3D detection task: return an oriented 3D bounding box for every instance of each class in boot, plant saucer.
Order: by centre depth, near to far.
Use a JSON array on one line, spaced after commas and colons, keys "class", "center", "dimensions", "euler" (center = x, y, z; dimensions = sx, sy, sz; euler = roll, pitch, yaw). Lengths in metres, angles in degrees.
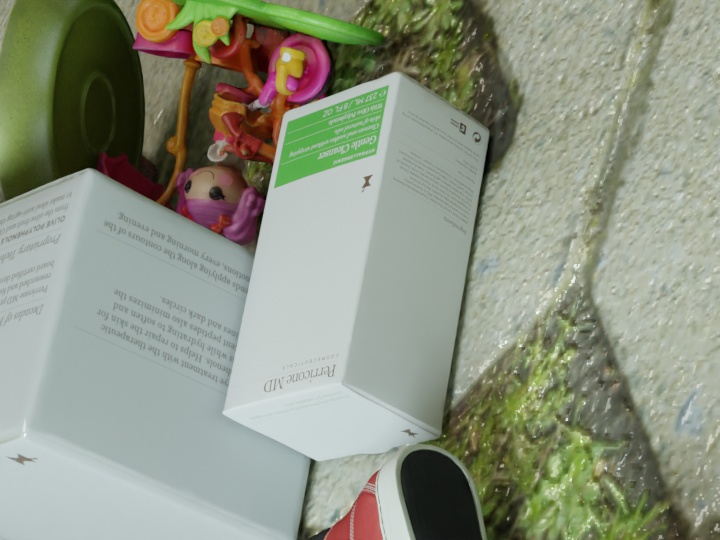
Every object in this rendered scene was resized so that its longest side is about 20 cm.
[{"class": "boot", "center": [0.016, 0.210, 1.300], "dimensions": [0.144, 0.072, 0.200], "euler": [-46, 43, 44]}, {"class": "plant saucer", "center": [-0.184, -0.103, 1.639], "dimensions": [0.031, 0.200, 0.200], "euler": [3, 65, 18]}]

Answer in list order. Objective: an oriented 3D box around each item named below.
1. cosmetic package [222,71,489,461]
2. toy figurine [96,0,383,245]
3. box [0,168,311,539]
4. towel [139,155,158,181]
[{"class": "cosmetic package", "center": [0.000, 0.000, 1.438], "dimensions": [0.108, 0.085, 0.200], "euler": [-17, 53, 43]}, {"class": "toy figurine", "center": [-0.094, -0.086, 1.613], "dimensions": [0.200, 0.150, 0.184], "euler": [16, 93, 30]}, {"class": "box", "center": [-0.156, 0.072, 1.485], "dimensions": [0.200, 0.199, 0.172], "euler": [-18, 53, 46]}, {"class": "towel", "center": [-0.225, -0.012, 1.787], "dimensions": [0.200, 0.023, 0.144], "euler": [-60, 37, 5]}]
